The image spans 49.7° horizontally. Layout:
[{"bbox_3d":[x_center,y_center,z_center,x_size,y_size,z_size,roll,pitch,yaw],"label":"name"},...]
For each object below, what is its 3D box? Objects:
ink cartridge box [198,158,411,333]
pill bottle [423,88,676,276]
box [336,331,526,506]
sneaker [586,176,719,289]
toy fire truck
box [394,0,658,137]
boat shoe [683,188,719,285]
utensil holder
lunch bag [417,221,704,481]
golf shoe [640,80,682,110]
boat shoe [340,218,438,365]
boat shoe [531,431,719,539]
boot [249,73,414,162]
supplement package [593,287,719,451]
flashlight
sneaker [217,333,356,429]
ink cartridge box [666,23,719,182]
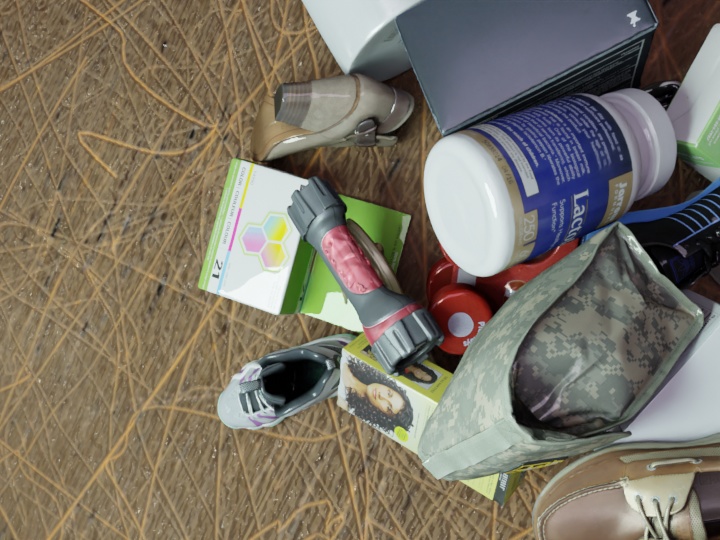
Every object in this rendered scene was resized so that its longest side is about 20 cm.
[{"bbox_3d":[-0.060,-0.023,0.853,0.195,0.076,0.152,17,93,16],"label":"ink cartridge box"},{"bbox_3d":[0.161,-0.081,0.653,0.196,0.116,0.118,-21,81,-21],"label":"pill bottle"},{"bbox_3d":[0.068,0.136,0.745,0.197,0.050,0.077,25,126,28],"label":"box"},{"bbox_3d":[0.294,-0.026,0.665,0.196,0.079,0.071,-20,122,22],"label":"sneaker"},{"bbox_3d":[0.152,-0.004,0.765,0.163,0.112,0.205,7,109,2],"label":"toy fire truck"},{"bbox_3d":[0.157,-0.203,0.735,0.196,0.198,0.126,-25,82,13],"label":"box"},{"bbox_3d":[0.393,-0.004,0.742,0.062,0.073,0.201,-31,73,-25],"label":"boat shoe"},{"bbox_3d":[0.006,-0.323,0.801,0.168,0.170,0.203,-31,83,12],"label":"utensil holder"},{"bbox_3d":[0.142,0.084,0.604,0.118,0.164,0.199,47,61,3],"label":"lunch bag"},{"bbox_3d":[0.241,-0.107,0.762,0.077,0.094,0.202,39,100,12],"label":"golf shoe"},{"bbox_3d":[0.019,0.045,0.811,0.062,0.073,0.204,-27,92,-4],"label":"boat shoe"},{"bbox_3d":[0.217,0.162,0.545,0.195,0.072,0.078,-20,95,9],"label":"boat shoe"},{"bbox_3d":[-0.033,-0.155,0.840,0.142,0.199,0.072,2,83,-20],"label":"boot"},{"bbox_3d":[0.287,0.122,0.671,0.151,0.200,0.151,40,99,0],"label":"supplement package"},{"bbox_3d":[0.000,0.000,0.737,0.067,0.068,0.202,-37,71,12],"label":"flashlight"},{"bbox_3d":[-0.098,0.122,0.820,0.197,0.139,0.079,-28,80,21],"label":"sneaker"},{"bbox_3d":[0.379,-0.120,0.710,0.197,0.067,0.119,28,96,-21],"label":"ink cartridge box"}]
